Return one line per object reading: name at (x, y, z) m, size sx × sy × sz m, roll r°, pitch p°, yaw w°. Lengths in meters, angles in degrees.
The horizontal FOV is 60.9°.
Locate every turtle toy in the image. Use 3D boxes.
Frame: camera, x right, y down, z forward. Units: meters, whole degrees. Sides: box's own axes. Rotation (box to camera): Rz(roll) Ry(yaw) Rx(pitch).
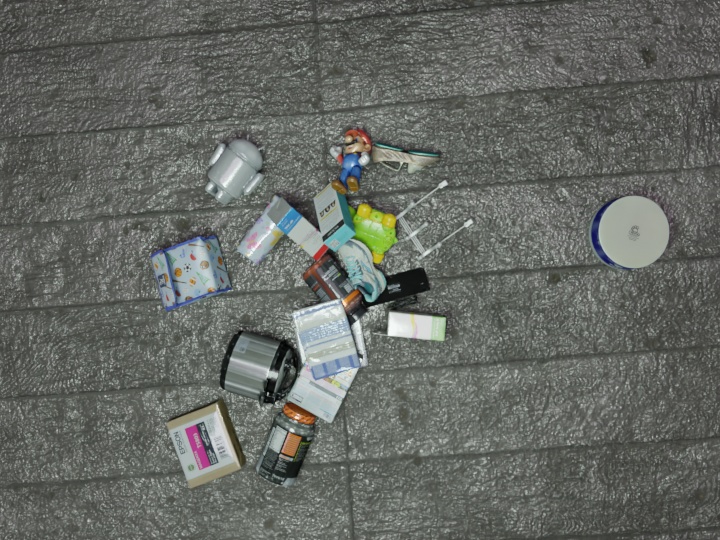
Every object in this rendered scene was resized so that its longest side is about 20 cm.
turtle toy at (0.015, -0.122, 1.721) m, size 0.197 × 0.101 × 0.148 m, roll 23°, pitch 114°, yaw 4°

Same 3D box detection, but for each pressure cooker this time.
pressure cooker at (-0.272, 0.274, 1.691) m, size 0.196 × 0.179 × 0.179 m, roll 15°, pitch 87°, yaw 3°

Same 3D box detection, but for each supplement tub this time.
supplement tub at (-0.067, 0.060, 1.720) m, size 0.106 × 0.107 × 0.201 m, roll -39°, pitch 87°, yaw 1°
supplement tub at (-0.205, 0.485, 1.714) m, size 0.121 × 0.123 × 0.203 m, roll 23°, pitch 90°, yaw 2°

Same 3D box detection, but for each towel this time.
towel at (-0.093, 0.188, 1.672) m, size 0.144 × 0.024 × 0.204 m, roll -17°, pitch 96°, yaw 4°

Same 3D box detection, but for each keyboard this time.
keyboard at (0.100, 0.066, 1.758) m, size 0.196 × 0.040 × 0.106 m, roll -15°, pitch 66°, yaw 4°

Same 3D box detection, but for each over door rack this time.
over door rack at (0.206, -0.145, 1.732) m, size 0.198 × 0.067 × 0.149 m, roll -35°, pitch 89°, yaw 2°

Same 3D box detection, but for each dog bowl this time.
dog bowl at (0.747, -0.105, 1.705) m, size 0.196 × 0.079 × 0.205 m, roll 0°, pitch 90°, yaw 2°

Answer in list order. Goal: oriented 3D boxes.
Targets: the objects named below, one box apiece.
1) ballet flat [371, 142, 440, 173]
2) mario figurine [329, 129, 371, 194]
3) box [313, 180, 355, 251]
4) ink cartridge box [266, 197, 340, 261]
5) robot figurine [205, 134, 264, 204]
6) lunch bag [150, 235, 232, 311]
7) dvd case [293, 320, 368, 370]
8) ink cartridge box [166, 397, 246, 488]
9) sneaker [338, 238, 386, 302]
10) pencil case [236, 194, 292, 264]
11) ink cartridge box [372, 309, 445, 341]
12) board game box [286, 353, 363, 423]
ballet flat at (0.127, -0.316, 1.745) m, size 0.196 × 0.068 × 0.069 m, roll 12°, pitch 109°, yaw 8°
mario figurine at (-0.032, -0.318, 1.697) m, size 0.121 × 0.107 × 0.203 m, roll 12°, pitch 59°, yaw 1°
box at (-0.073, -0.151, 1.676) m, size 0.082 × 0.202 × 0.049 m, roll -38°, pitch 130°, yaw 21°
ink cartridge box at (-0.155, -0.102, 1.681) m, size 0.067 × 0.116 × 0.200 m, roll -47°, pitch 120°, yaw 0°
robot figurine at (-0.353, -0.286, 1.731) m, size 0.169 × 0.113 × 0.201 m, roll 37°, pitch 91°, yaw 9°
lunch bag at (-0.492, 0.010, 1.734) m, size 0.197 × 0.124 × 0.173 m, roll -16°, pitch 89°, yaw 16°
dvd case at (-0.085, 0.220, 1.765) m, size 0.196 × 0.016 × 0.152 m, roll -11°, pitch 90°, yaw 1°
ink cartridge box at (-0.439, 0.492, 1.748) m, size 0.162 × 0.075 × 0.203 m, roll -22°, pitch 89°, yaw 1°
sneaker at (0.000, 0.000, 1.673) m, size 0.077 × 0.087 × 0.201 m, roll -18°, pitch 120°, yaw 39°
pencil case at (-0.268, -0.117, 1.742) m, size 0.090 × 0.083 × 0.201 m, roll 36°, pitch 90°, yaw 21°
ink cartridge box at (0.133, 0.150, 1.706) m, size 0.196 × 0.117 × 0.069 m, roll 5°, pitch 89°, yaw 2°
board game box at (-0.099, 0.301, 1.727) m, size 0.146 × 0.064 × 0.203 m, roll 28°, pitch 93°, yaw 1°
